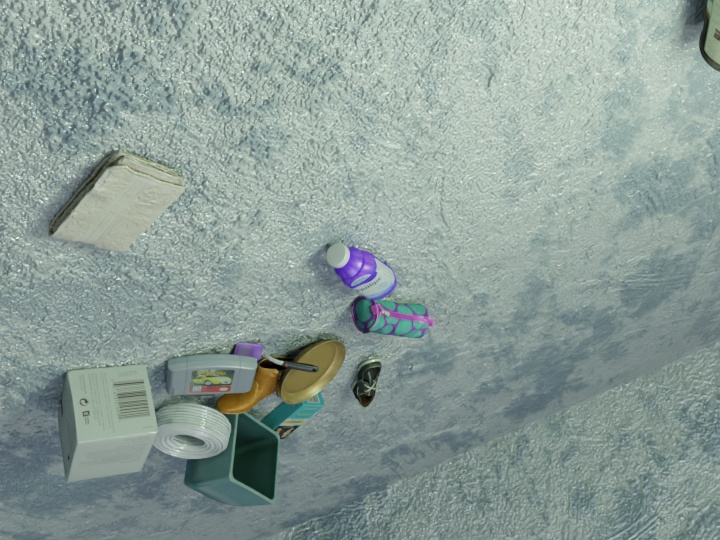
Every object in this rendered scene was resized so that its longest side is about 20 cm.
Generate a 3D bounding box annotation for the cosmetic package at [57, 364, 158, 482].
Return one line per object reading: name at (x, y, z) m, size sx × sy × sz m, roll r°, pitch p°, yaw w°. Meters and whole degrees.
cosmetic package at (-0.543, 0.325, 1.566) m, size 0.163 × 0.166 × 0.201 m, roll -1°, pitch 143°, yaw -31°

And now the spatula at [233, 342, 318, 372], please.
spatula at (-0.191, 0.206, 1.681) m, size 0.197 × 0.021 × 0.057 m, roll 17°, pitch 125°, yaw -8°

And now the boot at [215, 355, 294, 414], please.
boot at (-0.254, 0.270, 1.777) m, size 0.199 × 0.071 × 0.145 m, roll -14°, pitch 143°, yaw -20°

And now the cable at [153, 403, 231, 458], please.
cable at (-0.420, 0.395, 1.805) m, size 0.197 × 0.070 × 0.201 m, roll -3°, pitch 143°, yaw 9°

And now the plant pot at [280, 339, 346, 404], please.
plant pot at (-0.120, 0.242, 1.793) m, size 0.199 × 0.027 × 0.201 m, roll -33°, pitch 148°, yaw -24°

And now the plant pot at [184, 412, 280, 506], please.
plant pot at (-0.352, 0.513, 1.949) m, size 0.198 × 0.198 × 0.196 m, roll -20°, pitch 138°, yaw 24°

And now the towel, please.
towel at (-0.371, -0.098, 1.130) m, size 0.199 × 0.035 × 0.132 m, roll -39°, pitch 145°, yaw 27°

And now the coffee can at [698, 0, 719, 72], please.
coffee can at (0.618, -0.424, 1.142) m, size 0.145 × 0.148 × 0.200 m, roll -24°, pitch 150°, yaw 5°

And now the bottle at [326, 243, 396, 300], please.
bottle at (0.000, 0.000, 1.499) m, size 0.083 × 0.066 × 0.200 m, roll -30°, pitch 149°, yaw 16°

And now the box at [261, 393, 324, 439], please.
box at (-0.193, 0.400, 2.033) m, size 0.082 × 0.050 × 0.200 m, roll 11°, pitch 136°, yaw -43°

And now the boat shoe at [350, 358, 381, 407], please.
boat shoe at (0.025, 0.305, 2.008) m, size 0.071 × 0.068 × 0.201 m, roll -8°, pitch 146°, yaw -19°

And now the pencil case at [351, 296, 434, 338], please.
pencil case at (0.074, 0.110, 1.705) m, size 0.198 × 0.086 × 0.092 m, roll 10°, pitch 166°, yaw -44°

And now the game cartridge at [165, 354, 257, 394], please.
game cartridge at (-0.336, 0.234, 1.655) m, size 0.197 × 0.041 × 0.134 m, roll 1°, pitch 140°, yaw -17°
